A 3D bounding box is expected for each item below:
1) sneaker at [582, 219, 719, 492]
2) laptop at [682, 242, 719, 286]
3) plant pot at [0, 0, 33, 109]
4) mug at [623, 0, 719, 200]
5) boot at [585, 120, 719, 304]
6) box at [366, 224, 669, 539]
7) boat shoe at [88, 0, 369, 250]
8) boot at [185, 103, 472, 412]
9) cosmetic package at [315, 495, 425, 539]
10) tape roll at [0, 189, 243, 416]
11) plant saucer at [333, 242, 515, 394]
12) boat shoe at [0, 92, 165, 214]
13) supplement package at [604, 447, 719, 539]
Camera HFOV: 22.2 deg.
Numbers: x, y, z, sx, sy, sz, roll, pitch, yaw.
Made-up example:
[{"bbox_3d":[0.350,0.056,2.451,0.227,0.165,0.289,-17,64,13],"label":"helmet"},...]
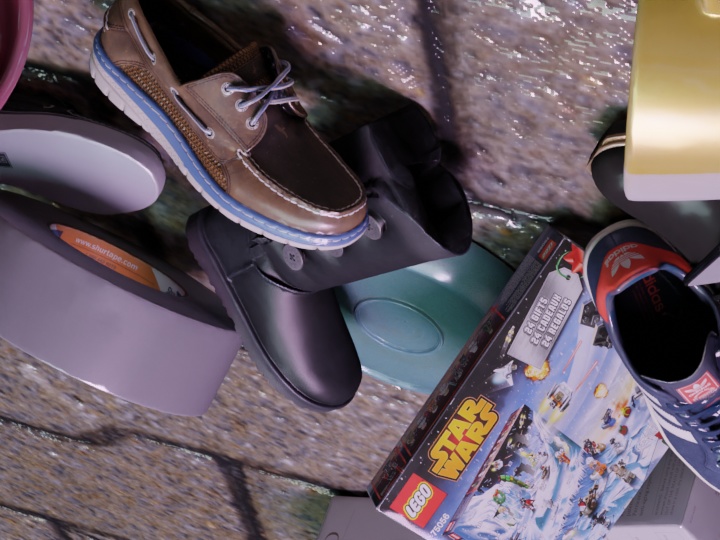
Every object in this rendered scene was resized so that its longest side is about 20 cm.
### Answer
[{"bbox_3d":[0.195,0.066,1.059,0.075,0.085,0.200,-37,103,9],"label":"sneaker"},{"bbox_3d":[0.273,0.020,0.845,0.186,0.117,0.200,-7,167,-8],"label":"laptop"},{"bbox_3d":[-0.303,-0.137,1.058,0.199,0.201,0.179,32,164,-15],"label":"plant pot"},{"bbox_3d":[0.196,-0.091,0.797,0.152,0.187,0.150,7,111,11],"label":"mug"},{"bbox_3d":[0.202,0.014,0.979,0.199,0.139,0.078,24,150,1],"label":"boot"},{"bbox_3d":[0.115,0.092,1.123,0.137,0.200,0.040,33,-174,-17],"label":"box"},{"bbox_3d":[-0.073,-0.090,1.034,0.200,0.072,0.073,37,136,13],"label":"boat shoe"},{"bbox_3d":[-0.001,-0.001,1.132,0.200,0.066,0.165,-24,110,44],"label":"boot"},{"bbox_3d":[0.067,0.299,1.492,0.199,0.168,0.166,-2,142,35],"label":"cosmetic package"},{"bbox_3d":[-0.175,0.020,1.220,0.200,0.066,0.200,28,-174,-3],"label":"tape roll"},{"bbox_3d":[0.029,0.029,1.235,0.199,0.028,0.200,18,149,11],"label":"plant saucer"},{"bbox_3d":[-0.211,-0.087,1.188,0.199,0.057,0.069,11,139,20],"label":"boat shoe"},{"bbox_3d":[0.174,0.153,1.238,0.199,0.118,0.117,-8,139,42],"label":"supplement package"}]
